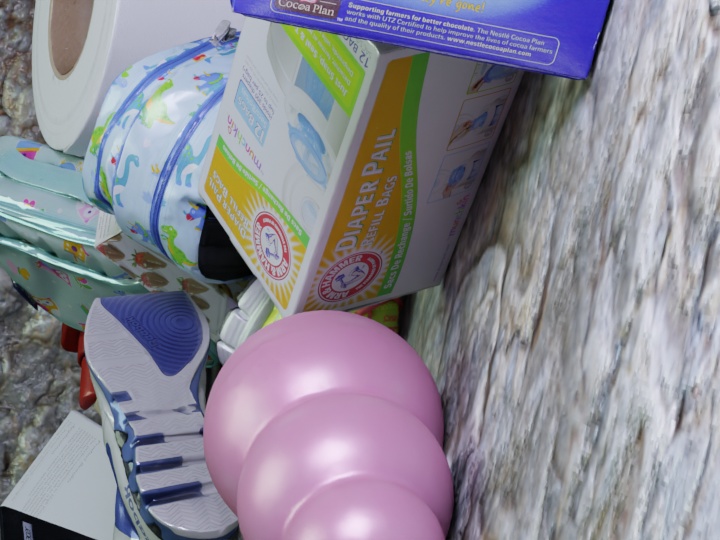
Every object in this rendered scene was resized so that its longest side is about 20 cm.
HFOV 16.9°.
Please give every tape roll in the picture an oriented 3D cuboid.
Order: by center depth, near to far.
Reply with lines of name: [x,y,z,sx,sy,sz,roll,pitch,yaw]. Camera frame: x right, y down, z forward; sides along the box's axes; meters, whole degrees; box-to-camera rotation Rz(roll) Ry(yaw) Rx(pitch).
tape roll: [-0.128,-0.171,1.619,0.202,0.138,0.204,-173,90,-67]

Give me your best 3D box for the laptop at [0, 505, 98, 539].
laptop: [-0.155,0.269,1.510,0.178,0.103,0.201,-108,10,-56]

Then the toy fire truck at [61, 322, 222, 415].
toy fire truck: [-0.130,0.071,1.766,0.129,0.175,0.201,115,160,-54]

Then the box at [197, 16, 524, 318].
box: [0.000,-0.083,1.256,0.113,0.101,0.201,55,144,30]

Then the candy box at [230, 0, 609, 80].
candy box: [0.042,-0.200,1.049,0.077,0.168,0.201,-106,29,-63]

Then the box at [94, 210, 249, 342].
box: [-0.088,0.017,1.549,0.039,0.200,0.042,-26,40,30]

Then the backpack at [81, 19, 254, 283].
backpack: [-0.072,-0.068,1.456,0.164,0.153,0.200,-66,-8,26]

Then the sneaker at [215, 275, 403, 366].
sneaker: [0.000,0.000,1.415,0.078,0.090,0.201,-5,-49,-55]

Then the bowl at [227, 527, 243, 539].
bowl: [-0.054,0.204,1.465,0.200,0.074,0.201,-110,30,-74]

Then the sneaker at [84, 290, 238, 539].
sneaker: [-0.123,0.114,1.432,0.200,0.080,0.116,-110,25,-42]

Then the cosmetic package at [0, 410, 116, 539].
cosmetic package: [-0.171,0.175,1.688,0.102,0.074,0.200,-54,30,-8]

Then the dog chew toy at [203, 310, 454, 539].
dog chew toy: [-0.009,0.106,1.187,0.200,0.124,0.125,-112,33,-58]

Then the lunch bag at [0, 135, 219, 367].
lunch bag: [-0.177,-0.014,1.643,0.077,0.199,0.161,-60,-40,-19]
